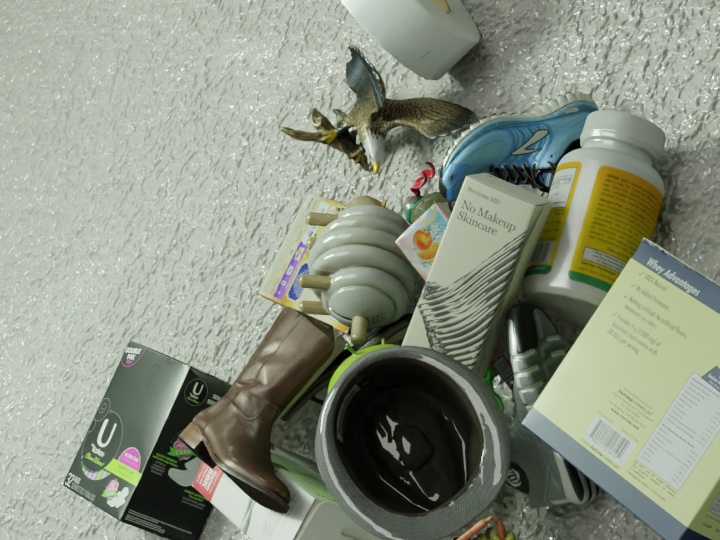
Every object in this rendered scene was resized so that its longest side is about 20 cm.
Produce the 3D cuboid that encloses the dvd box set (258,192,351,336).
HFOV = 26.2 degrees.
[{"bbox_3d":[-0.032,-0.008,1.873,0.200,0.029,0.147,20,82,52],"label":"dvd box set"}]

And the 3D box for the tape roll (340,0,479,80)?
[{"bbox_3d":[0.050,-0.322,1.842,0.071,0.202,0.203,-42,42,20],"label":"tape roll"}]

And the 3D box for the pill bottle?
[{"bbox_3d":[0.239,-0.052,1.542,0.112,0.113,0.201,2,69,48],"label":"pill bottle"}]

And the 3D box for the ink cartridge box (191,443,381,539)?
[{"bbox_3d":[-0.067,0.258,1.658,0.200,0.146,0.083,30,91,52],"label":"ink cartridge box"}]

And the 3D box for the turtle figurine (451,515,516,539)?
[{"bbox_3d":[0.086,0.292,1.460,0.200,0.161,0.065,-42,43,21],"label":"turtle figurine"}]

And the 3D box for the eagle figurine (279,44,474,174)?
[{"bbox_3d":[0.027,-0.188,1.837,0.200,0.151,0.152,-37,79,49],"label":"eagle figurine"}]

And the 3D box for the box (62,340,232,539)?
[{"bbox_3d":[-0.245,0.211,1.898,0.148,0.124,0.201,17,79,49],"label":"box"}]

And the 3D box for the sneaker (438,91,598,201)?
[{"bbox_3d":[0.176,-0.119,1.628,0.199,0.079,0.090,-23,58,-9],"label":"sneaker"}]

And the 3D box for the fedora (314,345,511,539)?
[{"bbox_3d":[0.053,0.171,1.460,0.177,0.090,0.200,-40,64,-6],"label":"fedora"}]

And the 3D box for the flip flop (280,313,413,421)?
[{"bbox_3d":[-0.009,0.119,1.752,0.199,0.058,0.081,-33,9,11],"label":"flip flop"}]

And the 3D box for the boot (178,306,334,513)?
[{"bbox_3d":[-0.077,0.136,1.605,0.200,0.064,0.186,-48,45,-13],"label":"boot"}]

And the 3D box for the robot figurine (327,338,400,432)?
[{"bbox_3d":[0.035,0.167,1.597,0.115,0.175,0.201,-23,79,27],"label":"robot figurine"}]

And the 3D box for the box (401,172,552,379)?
[{"bbox_3d":[0.111,0.012,1.507,0.082,0.068,0.201,23,104,18],"label":"box"}]

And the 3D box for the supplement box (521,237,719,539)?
[{"bbox_3d":[0.290,0.118,1.349,0.200,0.134,0.200,38,96,43],"label":"supplement box"}]

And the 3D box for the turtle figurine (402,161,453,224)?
[{"bbox_3d":[0.109,-0.039,1.689,0.200,0.100,0.150,36,108,40],"label":"turtle figurine"}]

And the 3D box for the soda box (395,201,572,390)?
[{"bbox_3d":[0.127,0.024,1.578,0.064,0.068,0.200,-42,76,21],"label":"soda box"}]

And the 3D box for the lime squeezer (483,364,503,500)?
[{"bbox_3d":[0.127,0.130,1.587,0.071,0.037,0.201,98,172,-59],"label":"lime squeezer"}]

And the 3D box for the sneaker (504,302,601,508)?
[{"bbox_3d":[0.153,0.139,1.506,0.115,0.075,0.201,-25,78,44],"label":"sneaker"}]

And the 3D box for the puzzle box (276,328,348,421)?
[{"bbox_3d":[-0.103,0.139,1.772,0.133,0.025,0.200,-46,8,-32],"label":"puzzle box"}]

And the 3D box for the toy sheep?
[{"bbox_3d":[0.000,0.000,1.720,0.137,0.138,0.201,-24,47,37],"label":"toy sheep"}]
